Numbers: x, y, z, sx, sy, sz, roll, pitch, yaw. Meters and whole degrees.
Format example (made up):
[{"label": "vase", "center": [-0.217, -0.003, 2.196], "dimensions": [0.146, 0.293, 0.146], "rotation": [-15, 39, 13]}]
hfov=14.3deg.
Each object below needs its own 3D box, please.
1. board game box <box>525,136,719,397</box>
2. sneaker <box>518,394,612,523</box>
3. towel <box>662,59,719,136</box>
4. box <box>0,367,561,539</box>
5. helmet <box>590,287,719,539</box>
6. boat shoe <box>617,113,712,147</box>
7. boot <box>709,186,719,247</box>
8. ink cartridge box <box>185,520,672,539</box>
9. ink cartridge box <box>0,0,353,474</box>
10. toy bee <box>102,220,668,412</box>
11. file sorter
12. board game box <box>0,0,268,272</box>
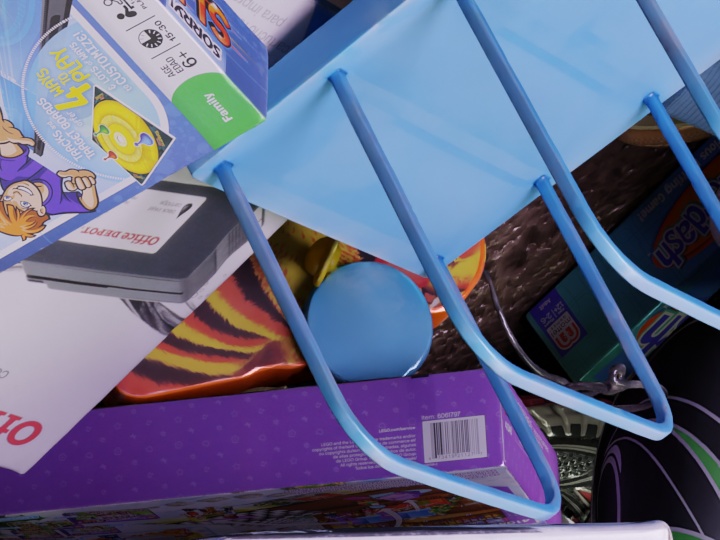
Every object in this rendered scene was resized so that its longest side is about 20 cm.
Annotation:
[{"label": "board game box", "center": [0.187, -0.018, 1.241], "dimensions": [0.200, 0.045, 0.152], "rotation": [-45, 148, 18]}, {"label": "sneaker", "center": [0.097, 0.096, 1.243], "dimensions": [0.200, 0.075, 0.081], "rotation": [13, 164, -39]}, {"label": "towel", "center": [0.138, -0.070, 0.987], "dimensions": [0.112, 0.200, 0.049], "rotation": [131, -22, -75]}, {"label": "box", "center": [-0.034, 0.078, 1.054], "dimensions": [0.200, 0.039, 0.137], "rotation": [-6, 162, 10]}, {"label": "helmet", "center": [0.193, 0.094, 1.082], "dimensions": [0.200, 0.200, 0.191], "rotation": [-19, -172, -24]}, {"label": "boat shoe", "center": [0.176, -0.090, 1.106], "dimensions": [0.200, 0.072, 0.068], "rotation": [-26, 147, -15]}, {"label": "boot", "center": [0.231, -0.024, 1.172], "dimensions": [0.200, 0.096, 0.074], "rotation": [24, 155, -25]}, {"label": "ink cartridge box", "center": [-0.019, 0.109, 0.968], "dimensions": [0.200, 0.043, 0.198], "rotation": [-1, 173, -13]}, {"label": "ink cartridge box", "center": [-0.099, -0.040, 0.898], "dimensions": [0.200, 0.084, 0.145], "rotation": [-44, 147, 15]}, {"label": "toy bee", "center": [0.000, 0.000, 1.057], "dimensions": [0.200, 0.109, 0.131], "rotation": [6, 163, -31]}, {"label": "file sorter", "center": [0.078, -0.033, 0.854], "dimensions": [0.200, 0.123, 0.139], "rotation": [-37, 149, 20]}, {"label": "board game box", "center": [-0.136, -0.082, 0.744], "dimensions": [0.135, 0.034, 0.200], "rotation": [-29, 126, 21]}]
